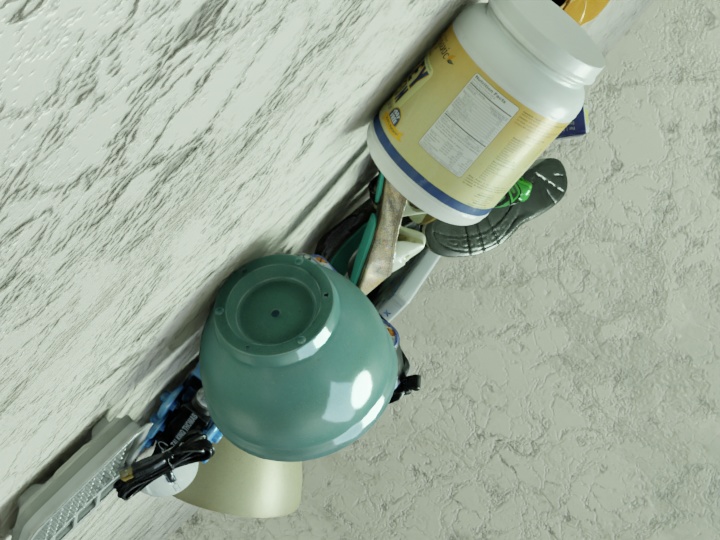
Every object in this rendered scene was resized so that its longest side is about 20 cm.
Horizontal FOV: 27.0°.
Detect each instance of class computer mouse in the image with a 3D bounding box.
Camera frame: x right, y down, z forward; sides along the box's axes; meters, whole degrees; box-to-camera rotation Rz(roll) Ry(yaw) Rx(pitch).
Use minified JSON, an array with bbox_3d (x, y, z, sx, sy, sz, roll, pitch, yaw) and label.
[{"bbox_3d":[-0.204,0.216,1.613,0.110,0.044,0.200,-30,174,-7],"label":"computer mouse"}]

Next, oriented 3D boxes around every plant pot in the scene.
[{"bbox_3d":[-0.072,0.069,1.471,0.200,0.200,0.134,-45,149,-19],"label":"plant pot"}]

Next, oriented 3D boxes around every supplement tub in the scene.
[{"bbox_3d":[0.116,-0.156,1.389,0.200,0.144,0.144,-49,175,24],"label":"supplement tub"}]

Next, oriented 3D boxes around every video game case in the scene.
[{"bbox_3d":[0.042,0.022,1.820,0.182,0.022,0.200,-46,-174,44],"label":"video game case"}]

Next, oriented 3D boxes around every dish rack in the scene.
[{"bbox_3d":[-0.293,0.222,1.515,0.172,0.044,0.200,-44,175,-28],"label":"dish rack"}]

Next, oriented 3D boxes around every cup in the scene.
[{"bbox_3d":[-0.162,0.221,1.980,0.200,0.200,0.143,-30,134,-74],"label":"cup"}]

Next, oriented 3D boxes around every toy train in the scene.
[{"bbox_3d":[-0.193,0.172,1.760,0.114,0.087,0.200,-51,179,-38],"label":"toy train"}]

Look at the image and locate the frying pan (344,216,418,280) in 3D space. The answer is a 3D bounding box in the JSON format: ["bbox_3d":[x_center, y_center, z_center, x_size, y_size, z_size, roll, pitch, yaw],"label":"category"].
[{"bbox_3d":[0.012,-0.008,1.758,0.115,0.031,0.190,-34,169,-38],"label":"frying pan"}]

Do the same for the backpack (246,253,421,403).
[{"bbox_3d":[-0.067,0.092,1.630,0.190,0.200,0.154,-41,144,-6],"label":"backpack"}]

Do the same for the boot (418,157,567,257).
[{"bbox_3d":[0.121,-0.078,1.740,0.203,0.074,0.154,-27,-158,-27],"label":"boot"}]

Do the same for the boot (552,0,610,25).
[{"bbox_3d":[0.229,-0.304,1.603,0.201,0.071,0.144,-41,177,-13],"label":"boot"}]

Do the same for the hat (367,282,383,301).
[{"bbox_3d":[-0.047,0.035,1.872,0.201,0.081,0.201,-51,-174,8],"label":"hat"}]

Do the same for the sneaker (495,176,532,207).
[{"bbox_3d":[0.141,-0.161,1.515,0.078,0.085,0.200,-15,105,-78],"label":"sneaker"}]

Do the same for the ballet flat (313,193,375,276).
[{"bbox_3d":[0.018,-0.065,1.818,0.200,0.072,0.072,-42,174,-15],"label":"ballet flat"}]

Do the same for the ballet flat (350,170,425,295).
[{"bbox_3d":[0.040,-0.055,1.545,0.068,0.067,0.200,-89,-167,-71],"label":"ballet flat"}]

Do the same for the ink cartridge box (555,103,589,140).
[{"bbox_3d":[0.169,-0.166,1.772,0.197,0.047,0.200,-7,-178,10],"label":"ink cartridge box"}]

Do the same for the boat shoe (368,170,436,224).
[{"bbox_3d":[0.052,-0.100,1.681,0.073,0.065,0.200,-34,-163,-13],"label":"boat shoe"}]
